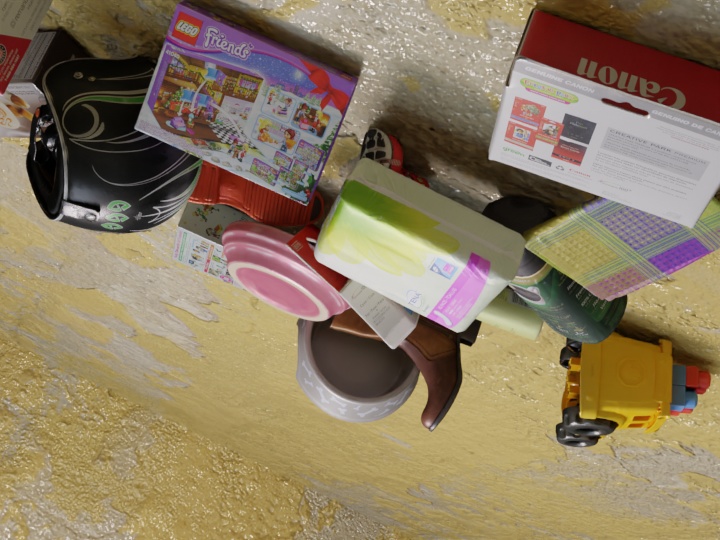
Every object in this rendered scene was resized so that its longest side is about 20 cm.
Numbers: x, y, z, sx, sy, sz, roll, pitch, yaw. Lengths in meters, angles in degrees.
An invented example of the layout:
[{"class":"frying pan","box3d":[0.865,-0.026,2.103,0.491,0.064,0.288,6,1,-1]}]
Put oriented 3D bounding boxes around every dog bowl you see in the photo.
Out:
[{"class":"dog bowl","box3d":[0.000,0.110,1.674,0.197,0.203,0.059,23,158,-3]}]

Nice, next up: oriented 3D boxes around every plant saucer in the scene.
[{"class":"plant saucer","box3d":[-0.099,0.008,1.557,0.198,0.051,0.201,23,161,8]}]

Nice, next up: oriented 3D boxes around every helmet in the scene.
[{"class":"helmet","box3d":[-0.267,-0.142,1.324,0.188,0.204,0.199,-9,177,-31]}]

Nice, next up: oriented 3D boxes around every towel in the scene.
[{"class":"towel","box3d":[0.275,-0.038,1.198,0.143,0.023,0.199,32,138,-28]}]

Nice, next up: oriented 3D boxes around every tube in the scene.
[{"class":"tube","box3d":[0.130,0.031,1.451,0.197,0.053,0.058,19,151,1]}]

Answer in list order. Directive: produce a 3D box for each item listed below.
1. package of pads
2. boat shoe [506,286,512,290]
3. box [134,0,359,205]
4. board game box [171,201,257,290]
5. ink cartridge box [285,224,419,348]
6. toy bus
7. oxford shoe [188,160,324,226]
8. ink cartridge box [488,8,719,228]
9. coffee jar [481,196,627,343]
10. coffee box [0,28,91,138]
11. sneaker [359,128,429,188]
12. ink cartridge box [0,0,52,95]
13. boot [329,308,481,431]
[{"class":"package of pads","box3d":[0.057,-0.023,1.252,0.198,0.069,0.155,27,152,-4]},{"class":"boat shoe","box3d":[0.126,0.028,1.533,0.197,0.067,0.074,1,151,44]},{"class":"box","box3d":[-0.117,-0.171,1.208,0.197,0.139,0.039,24,-162,-2]},{"class":"board game box","box3d":[-0.172,-0.026,1.721,0.197,0.065,0.148,23,159,-5]},{"class":"ink cartridge box","box3d":[0.000,0.000,1.441,0.176,0.045,0.200,44,-169,-2]},{"class":"toy bus","box3d":[0.357,0.159,1.556,0.188,0.138,0.200,4,160,3]},{"class":"oxford shoe","box3d":[-0.140,-0.108,1.509,0.196,0.072,0.073,16,-166,-3]},{"class":"ink cartridge box","box3d":[0.221,-0.137,1.001,0.197,0.085,0.176,20,160,7]},{"class":"coffee jar","box3d":[0.214,-0.002,1.335,0.104,0.086,0.200,19,164,49]},{"class":"coffee box","box3d":[-0.408,-0.226,1.447,0.197,0.081,0.114,7,155,37]},{"class":"sneaker","box3d":[0.038,-0.102,1.325,0.083,0.079,0.200,7,167,-3]},{"class":"ink cartridge box","box3d":[-0.447,-0.299,1.214,0.143,0.147,0.200,8,156,33]},{"class":"boot","box3d":[0.052,0.103,1.623,0.197,0.191,0.069,20,171,2]}]
